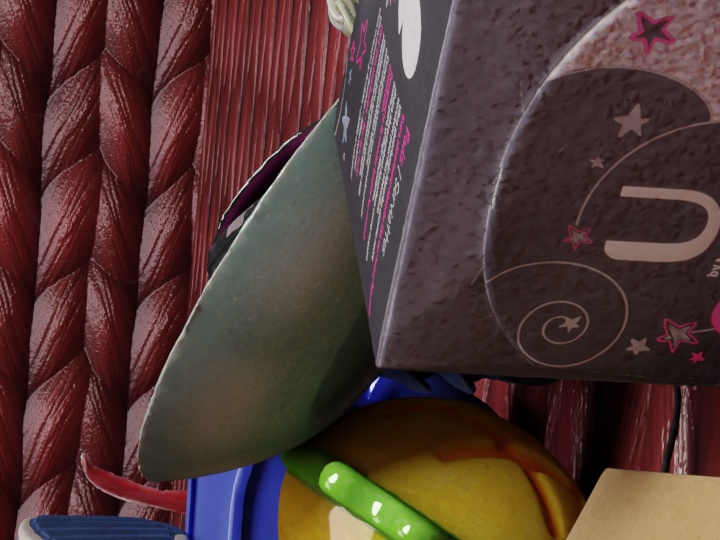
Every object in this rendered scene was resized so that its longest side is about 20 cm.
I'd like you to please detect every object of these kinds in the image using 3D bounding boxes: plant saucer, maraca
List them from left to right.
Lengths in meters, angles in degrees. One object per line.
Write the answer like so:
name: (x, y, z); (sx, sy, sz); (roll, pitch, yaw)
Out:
plant saucer: (0.000, 0.000, 0.791); (0.201, 0.039, 0.201); (-52, -11, -14)
maraca: (0.030, 0.101, 0.822); (0.107, 0.137, 0.200); (-59, 1, -5)

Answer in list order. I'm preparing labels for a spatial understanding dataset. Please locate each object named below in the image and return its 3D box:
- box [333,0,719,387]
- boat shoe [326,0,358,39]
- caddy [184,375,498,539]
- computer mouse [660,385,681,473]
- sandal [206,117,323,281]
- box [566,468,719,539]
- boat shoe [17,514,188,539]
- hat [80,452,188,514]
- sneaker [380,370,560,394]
box: (0.075, -0.078, 0.611); (0.115, 0.131, 0.201); (-98, 16, -50)
boat shoe: (0.017, -0.116, 1.013); (0.200, 0.062, 0.072); (27, -119, -74)
caddy: (-0.004, 0.127, 0.996); (0.105, 0.141, 0.201); (-168, 83, -76)
computer mouse: (0.103, 0.065, 0.708); (0.059, 0.034, 0.201); (129, 154, -51)
sandal: (-0.019, -0.032, 0.888); (0.201, 0.048, 0.075); (-60, 7, 24)
box: (0.072, 0.127, 0.589); (0.164, 0.021, 0.200); (-61, 13, -11)
boat shoe: (-0.101, 0.148, 0.948); (0.200, 0.072, 0.073); (-158, 72, -72)
hat: (-0.050, 0.153, 1.145); (0.200, 0.175, 0.167); (119, 154, -69)
sneaker: (0.031, 0.015, 0.922); (0.074, 0.082, 0.200); (63, 171, -13)
